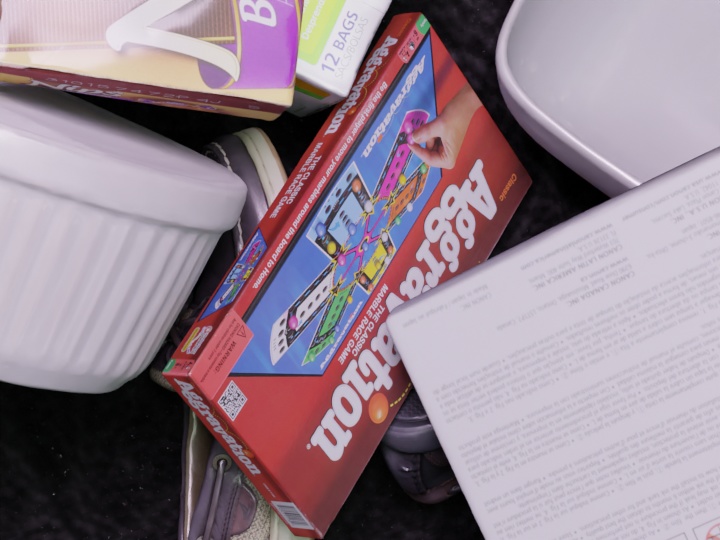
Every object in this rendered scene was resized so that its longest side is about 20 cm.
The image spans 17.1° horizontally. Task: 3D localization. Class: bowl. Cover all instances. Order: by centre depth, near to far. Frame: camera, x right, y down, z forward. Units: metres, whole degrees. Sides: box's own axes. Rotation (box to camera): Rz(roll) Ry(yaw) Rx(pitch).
[{"bbox_3d":[0.173,-0.091,1.027,0.199,0.075,0.200,33,70,12],"label":"bowl"}]

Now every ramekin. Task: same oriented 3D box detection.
[{"bbox_3d":[-0.152,-0.024,0.934,0.201,0.202,0.095,20,96,-11],"label":"ramekin"}]

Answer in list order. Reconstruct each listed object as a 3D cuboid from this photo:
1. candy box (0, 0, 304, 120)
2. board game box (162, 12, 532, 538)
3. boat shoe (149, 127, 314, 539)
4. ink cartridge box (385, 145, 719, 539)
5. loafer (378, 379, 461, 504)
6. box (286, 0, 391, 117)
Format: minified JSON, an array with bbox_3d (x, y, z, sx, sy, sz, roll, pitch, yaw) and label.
[{"bbox_3d":[-0.074,-0.166,0.913,0.116,0.056,0.202,8,86,-12],"label":"candy box"},{"bbox_3d":[0.000,0.000,0.990,0.103,0.019,0.201,54,54,-34],"label":"board game box"},{"bbox_3d":[-0.057,0.042,1.011,0.064,0.072,0.202,-5,96,-16],"label":"boat shoe"},{"bbox_3d":[0.121,0.073,0.947,0.162,0.057,0.201,-26,90,18],"label":"ink cartridge box"},{"bbox_3d":[0.092,0.033,1.051,0.199,0.072,0.063,-29,132,-13],"label":"loafer"},{"bbox_3d":[-0.080,-0.158,0.992,0.199,0.101,0.113,26,84,-10],"label":"box"}]
